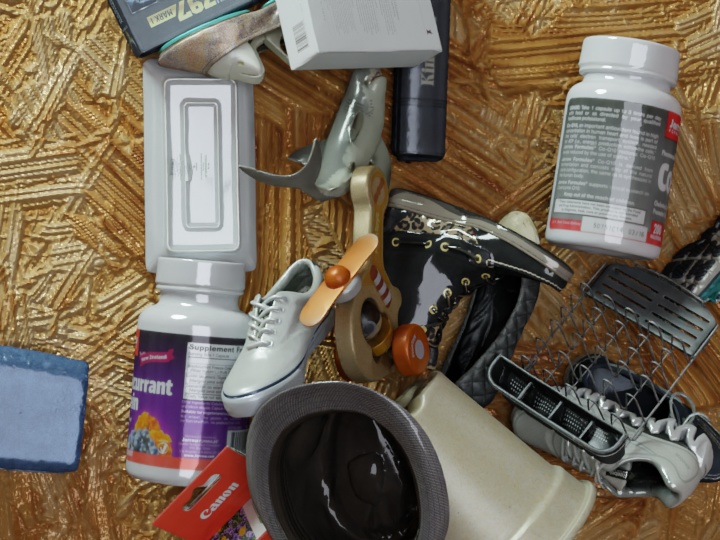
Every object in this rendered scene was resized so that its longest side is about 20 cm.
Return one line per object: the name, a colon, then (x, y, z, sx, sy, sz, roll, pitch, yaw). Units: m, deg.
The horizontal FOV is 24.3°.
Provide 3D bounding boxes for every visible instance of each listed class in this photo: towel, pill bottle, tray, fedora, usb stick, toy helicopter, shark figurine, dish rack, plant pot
towel: (-0.349, 0.122, 1.523, 0.198, 0.049, 0.113, 9, 89, -11)
pill bottle: (-0.153, 0.091, 1.532, 0.110, 0.111, 0.202, 5, 89, -12)
pill bottle: (0.248, -0.117, 1.614, 0.113, 0.114, 0.202, 9, 89, -12)
tray: (-0.151, -0.099, 1.577, 0.106, 0.022, 0.203, -1, 91, -11)
fedora: (-0.003, 0.174, 1.437, 0.175, 0.090, 0.202, -16, 101, 20)
usb stick: (0.059, -0.204, 1.615, 0.055, 0.033, 0.203, 2, 89, -11)
toy helicopter: (0.000, 0.000, 1.508, 0.078, 0.132, 0.202, -7, 73, 29)
shark figurine: (-0.037, -0.105, 1.563, 0.089, 0.215, 0.129, 4, 125, 24)
dish rack: (0.236, 0.077, 1.584, 0.153, 0.055, 0.200, 32, 72, 31)
plant pot: (0.084, 0.203, 1.548, 0.200, 0.200, 0.184, -44, 92, -8)

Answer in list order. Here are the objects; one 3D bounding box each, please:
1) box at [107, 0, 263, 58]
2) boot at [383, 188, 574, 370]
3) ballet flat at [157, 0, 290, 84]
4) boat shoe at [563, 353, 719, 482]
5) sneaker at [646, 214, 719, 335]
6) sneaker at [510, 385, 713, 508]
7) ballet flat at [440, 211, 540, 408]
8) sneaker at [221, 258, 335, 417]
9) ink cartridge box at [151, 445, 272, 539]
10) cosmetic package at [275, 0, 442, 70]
box: (-0.153, -0.311, 1.560, 0.199, 0.051, 0.159, -28, 96, -11)
boot: (0.089, 0.021, 1.573, 0.199, 0.073, 0.152, 24, 89, 21)
ballet flat: (-0.090, -0.215, 1.558, 0.199, 0.068, 0.068, -26, 84, -14)
boat shoe: (0.292, 0.148, 1.651, 0.199, 0.062, 0.075, 39, 85, -9)
sneaker: (0.368, 0.001, 1.664, 0.200, 0.077, 0.080, -41, 107, -9)
sneaker: (0.231, 0.169, 1.593, 0.198, 0.081, 0.076, 14, 131, 23)
ballet flat: (0.127, 0.040, 1.611, 0.057, 0.066, 0.202, 17, 89, -48)
sneaker: (-0.080, 0.057, 1.486, 0.072, 0.200, 0.071, -10, 114, 21)
ink cartridge box: (-0.081, 0.243, 1.518, 0.109, 0.050, 0.199, -46, 132, 12)
cosmetic package: (-0.015, -0.288, 1.543, 0.150, 0.052, 0.202, -7, 80, -37)
